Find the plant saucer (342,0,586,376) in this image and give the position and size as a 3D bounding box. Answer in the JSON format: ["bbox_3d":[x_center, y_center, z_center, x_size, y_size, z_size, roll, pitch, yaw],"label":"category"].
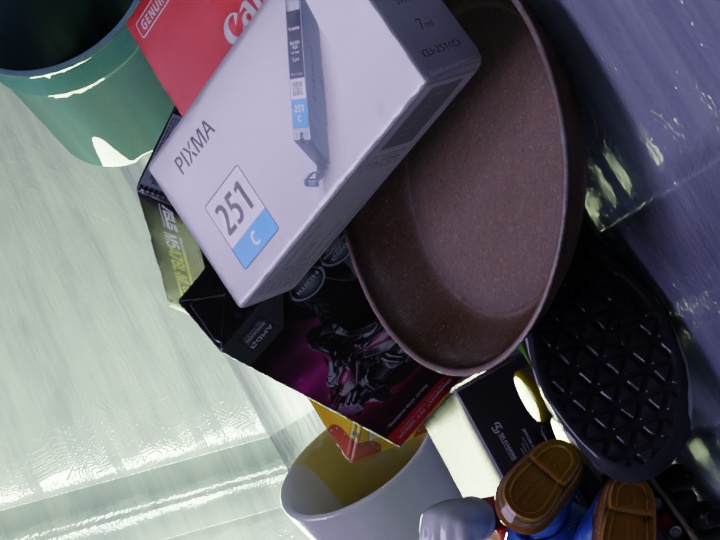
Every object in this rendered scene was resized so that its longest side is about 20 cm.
[{"bbox_3d":[0.052,-0.052,1.074,0.200,0.036,0.202,17,110,57],"label":"plant saucer"}]

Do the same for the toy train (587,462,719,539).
[{"bbox_3d":[0.164,0.134,1.172,0.200,0.046,0.034,56,169,35],"label":"toy train"}]

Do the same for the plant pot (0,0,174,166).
[{"bbox_3d":[-0.256,-0.210,2.114,0.201,0.199,0.196,55,176,35],"label":"plant pot"}]

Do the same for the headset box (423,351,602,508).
[{"bbox_3d":[0.113,0.128,1.351,0.150,0.077,0.200,61,173,6],"label":"headset box"}]

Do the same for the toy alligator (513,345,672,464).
[{"bbox_3d":[0.112,0.057,1.191,0.200,0.059,0.055,51,165,48],"label":"toy alligator"}]

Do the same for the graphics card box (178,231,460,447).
[{"bbox_3d":[0.002,0.015,1.257,0.051,0.126,0.200,47,-172,37],"label":"graphics card box"}]

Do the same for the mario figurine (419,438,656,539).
[{"bbox_3d":[0.099,0.167,1.168,0.124,0.105,0.200,59,167,20],"label":"mario figurine"}]

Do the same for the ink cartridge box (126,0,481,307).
[{"bbox_3d":[-0.048,-0.108,1.103,0.177,0.045,0.200,56,137,15],"label":"ink cartridge box"}]

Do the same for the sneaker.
[{"bbox_3d":[0.111,0.023,1.123,0.201,0.071,0.083,64,-175,31],"label":"sneaker"}]

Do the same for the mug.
[{"bbox_3d":[0.045,0.196,1.865,0.149,0.187,0.154,-9,123,46],"label":"mug"}]

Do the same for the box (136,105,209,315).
[{"bbox_3d":[-0.076,-0.090,1.442,0.047,0.201,0.193,19,159,12],"label":"box"}]

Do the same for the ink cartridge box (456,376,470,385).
[{"bbox_3d":[0.036,0.037,1.582,0.110,0.050,0.200,62,163,3],"label":"ink cartridge box"}]

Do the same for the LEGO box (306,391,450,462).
[{"bbox_3d":[0.000,0.000,1.433,0.149,0.077,0.201,55,153,29],"label":"LEGO box"}]
